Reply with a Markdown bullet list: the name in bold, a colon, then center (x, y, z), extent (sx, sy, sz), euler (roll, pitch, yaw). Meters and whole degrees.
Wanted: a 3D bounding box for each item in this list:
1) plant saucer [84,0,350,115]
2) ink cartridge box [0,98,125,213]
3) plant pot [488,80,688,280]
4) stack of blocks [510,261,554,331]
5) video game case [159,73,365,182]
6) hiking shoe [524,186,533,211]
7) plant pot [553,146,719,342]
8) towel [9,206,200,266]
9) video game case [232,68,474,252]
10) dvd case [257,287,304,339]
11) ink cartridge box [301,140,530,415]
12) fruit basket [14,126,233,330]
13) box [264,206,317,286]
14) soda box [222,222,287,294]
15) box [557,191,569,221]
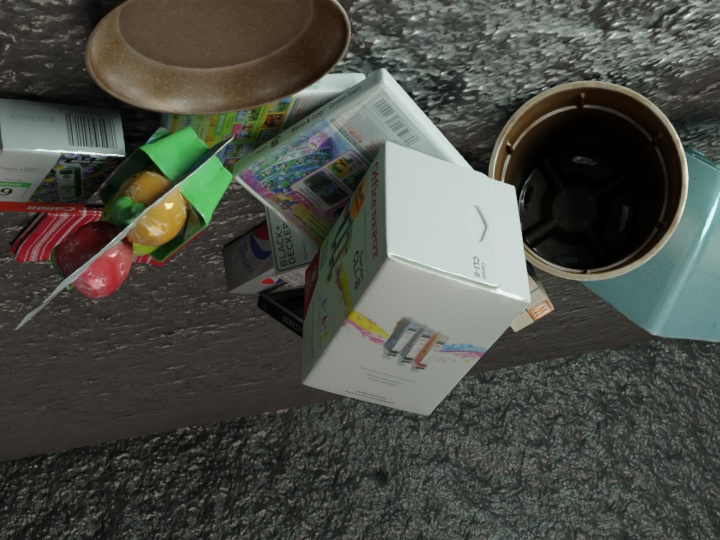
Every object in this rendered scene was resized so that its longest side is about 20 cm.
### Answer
- **plant saucer**: center (-0.106, -0.177, 0.686), extent (0.196, 0.037, 0.201), euler (-10, 166, -3)
- **ink cartridge box**: center (-0.302, -0.088, 0.844), extent (0.107, 0.051, 0.199), euler (-1, 162, -36)
- **plant pot**: center (0.242, -0.082, 1.017), extent (0.196, 0.205, 0.198), euler (-13, 173, 8)
- **stack of blocks**: center (0.159, -0.027, 1.125), extent (0.058, 0.116, 0.200), euler (-30, 137, 13)
- **video game case**: center (-0.104, -0.132, 0.885), extent (0.178, 0.023, 0.200), euler (-6, 165, -18)
- **hiking shoe**: center (0.167, -0.052, 1.244), extent (0.074, 0.088, 0.198), euler (4, 160, -45)
- **plant pot**: center (0.390, -0.051, 1.161), extent (0.194, 0.195, 0.203), euler (8, 114, -44)
- **towel**: center (-0.297, -0.038, 1.090), extent (0.197, 0.023, 0.144), euler (1, 160, -39)
- **video game case**: center (0.007, -0.081, 0.885), extent (0.180, 0.024, 0.200), euler (-27, 134, 26)
- **dvd case**: center (-0.023, 0.071, 1.235), extent (0.149, 0.025, 0.199), euler (-8, -153, -43)
- **ink cartridge box**: center (0.045, 0.012, 0.863), extent (0.142, 0.147, 0.201), euler (17, 136, -18)
- **fruit basket**: center (-0.212, -0.037, 0.799), extent (0.200, 0.094, 0.184), euler (-42, -171, -33)
- **box**: center (-0.005, -0.066, 1.014), extent (0.196, 0.119, 0.060), euler (-14, 165, 16)
- **soda box**: center (-0.097, -0.028, 1.188), extent (0.067, 0.065, 0.199), euler (3, 160, -41)
- **box**: center (0.320, -0.080, 1.333), extent (0.191, 0.048, 0.199), euler (-2, 162, -40)
